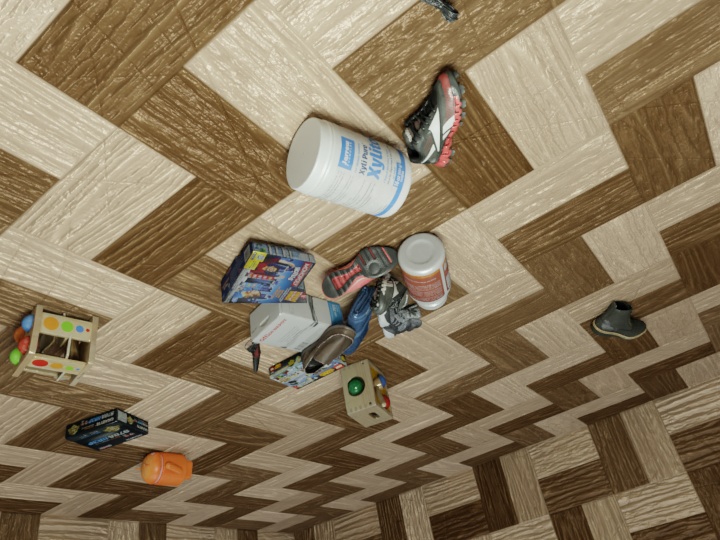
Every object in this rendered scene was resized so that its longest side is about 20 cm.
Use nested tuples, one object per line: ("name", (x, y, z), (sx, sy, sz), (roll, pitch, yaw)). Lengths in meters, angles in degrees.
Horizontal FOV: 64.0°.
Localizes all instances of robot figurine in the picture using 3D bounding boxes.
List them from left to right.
("robot figurine", (-0.725, 0.736, 2.139), (0.198, 0.143, 0.118), (21, 96, -39))

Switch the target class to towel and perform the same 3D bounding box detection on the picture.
("towel", (-0.004, 0.136, 1.510), (0.048, 0.112, 0.201), (25, 143, 8))

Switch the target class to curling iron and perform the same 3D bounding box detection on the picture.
("curling iron", (-0.303, 0.241, 1.636), (0.049, 0.026, 0.201), (-40, 161, -28))

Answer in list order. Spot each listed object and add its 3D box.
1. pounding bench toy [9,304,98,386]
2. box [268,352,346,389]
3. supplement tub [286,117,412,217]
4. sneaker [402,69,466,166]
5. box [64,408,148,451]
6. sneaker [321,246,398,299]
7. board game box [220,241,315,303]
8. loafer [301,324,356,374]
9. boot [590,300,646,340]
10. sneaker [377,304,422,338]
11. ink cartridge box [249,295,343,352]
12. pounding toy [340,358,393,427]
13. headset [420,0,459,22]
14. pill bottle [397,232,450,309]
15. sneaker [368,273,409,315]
("pounding bench toy", (-0.734, 0.192, 1.348), (0.155, 0.126, 0.199), (20, 135, -38))
("box", (-0.160, 0.292, 1.747), (0.198, 0.040, 0.137), (-29, 141, 23))
("supplement tub", (-0.018, -0.180, 1.034), (0.198, 0.133, 0.132), (13, 139, -33))
("sneaker", (0.126, -0.260, 1.018), (0.096, 0.072, 0.201), (-8, 147, -10))
("box", (-0.814, 0.514, 1.854), (0.197, 0.047, 0.159), (-20, 145, 10))
("sneaker", (0.000, 0.000, 1.373), (0.198, 0.075, 0.087), (-27, 175, 8))
("board game box", (-0.191, 0.010, 1.315), (0.198, 0.062, 0.200), (10, 140, -31))
("loafer", (-0.080, 0.208, 1.461), (0.072, 0.072, 0.200), (28, 131, -24))
("boot", (0.860, 0.155, 1.846), (0.197, 0.078, 0.139), (-1, 140, -17))
("sneaker", (0.104, 0.115, 1.551), (0.112, 0.076, 0.201), (-15, 152, 4))
("ink cartridge box", (-0.163, 0.134, 1.478), (0.198, 0.087, 0.146), (20, 134, -37))
("pounding toy", (0.032, 0.388, 1.816), (0.140, 0.186, 0.200), (-21, 145, 13))
("headset", (0.146, -0.412, 0.770), (0.094, 0.125, 0.199), (36, 159, -17))
("pill bottle", (0.157, 0.010, 1.379), (0.111, 0.113, 0.201), (-15, 145, 5))
("sneaker", (0.074, 0.060, 1.351), (0.090, 0.200, 0.067), (27, 108, -2))
